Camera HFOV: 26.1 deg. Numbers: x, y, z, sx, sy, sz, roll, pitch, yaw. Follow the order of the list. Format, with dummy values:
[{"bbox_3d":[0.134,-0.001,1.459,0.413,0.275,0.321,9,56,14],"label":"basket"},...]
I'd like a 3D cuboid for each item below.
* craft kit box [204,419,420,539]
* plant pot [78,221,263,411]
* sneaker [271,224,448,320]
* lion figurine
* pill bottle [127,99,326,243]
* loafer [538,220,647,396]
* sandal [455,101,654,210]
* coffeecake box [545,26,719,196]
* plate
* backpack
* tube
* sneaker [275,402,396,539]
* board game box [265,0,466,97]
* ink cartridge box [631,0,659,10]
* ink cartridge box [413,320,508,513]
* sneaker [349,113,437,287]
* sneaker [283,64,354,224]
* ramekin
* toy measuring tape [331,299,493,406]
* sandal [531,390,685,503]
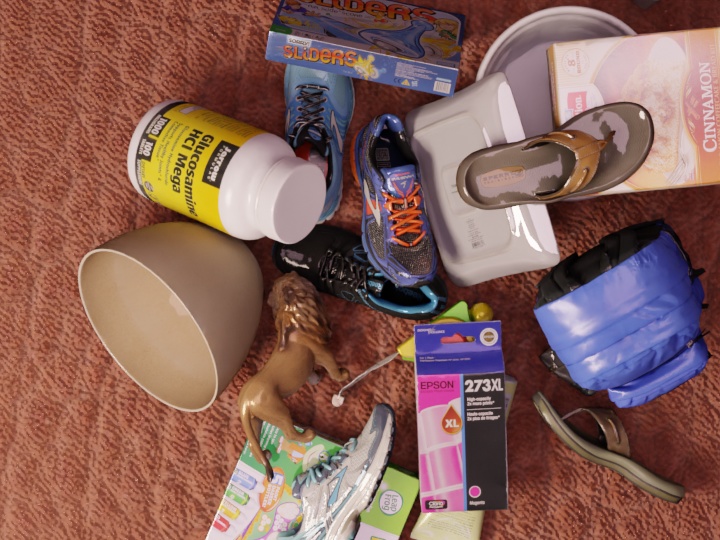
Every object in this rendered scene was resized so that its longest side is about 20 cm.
[{"bbox_3d":[-0.059,0.279,1.688,0.196,0.049,0.202,22,91,-3],"label":"craft kit box"},{"bbox_3d":[-0.178,0.027,1.627,0.201,0.200,0.134,50,56,0],"label":"plant pot"},{"bbox_3d":[0.000,0.000,1.661,0.198,0.082,0.074,16,94,2],"label":"sneaker"},{"bbox_3d":[-0.081,0.108,1.624,0.072,0.201,0.123,-4,136,34],"label":"lion figurine"},{"bbox_3d":[-0.137,-0.099,1.605,0.199,0.112,0.113,22,92,33],"label":"pill bottle"},{"bbox_3d":[0.263,0.032,1.665,0.072,0.073,0.201,27,90,3],"label":"loafer"},{"bbox_3d":[0.188,-0.108,1.495,0.198,0.055,0.083,-12,92,4],"label":"sandal"},{"bbox_3d":[0.293,-0.158,1.555,0.198,0.073,0.155,-5,92,1],"label":"coffeecake box"},{"bbox_3d":[0.114,-0.086,1.606,0.032,0.199,0.202,-18,91,-30],"label":"plate"},{"bbox_3d":[0.269,0.043,1.530,0.162,0.200,0.169,-35,85,13],"label":"backpack"},{"bbox_3d":[0.117,0.207,1.684,0.058,0.052,0.202,20,97,41],"label":"tube"},{"bbox_3d":[-0.026,0.226,1.629,0.086,0.078,0.201,25,91,3],"label":"sneaker"},{"bbox_3d":[0.009,-0.246,1.633,0.198,0.136,0.035,11,124,0],"label":"board game box"},{"bbox_3d":[0.325,-0.360,1.591,0.084,0.200,0.146,38,91,-1],"label":"ink cartridge box"},{"bbox_3d":[0.106,0.155,1.633,0.094,0.037,0.202,-3,101,0],"label":"ink cartridge box"},{"bbox_3d":[0.035,-0.076,1.627,0.075,0.079,0.202,-11,69,-17],"label":"sneaker"},{"bbox_3d":[-0.045,-0.152,1.655,0.078,0.090,0.202,-1,90,1],"label":"sneaker"},{"bbox_3d":[0.215,-0.174,1.644,0.198,0.105,0.202,0,91,0],"label":"ramekin"},{"bbox_3d":[0.065,0.106,1.670,0.199,0.074,0.074,-36,90,1],"label":"toy measuring tape"},{"bbox_3d":[0.268,0.180,1.666,0.200,0.080,0.058,31,96,-9],"label":"sandal"}]
